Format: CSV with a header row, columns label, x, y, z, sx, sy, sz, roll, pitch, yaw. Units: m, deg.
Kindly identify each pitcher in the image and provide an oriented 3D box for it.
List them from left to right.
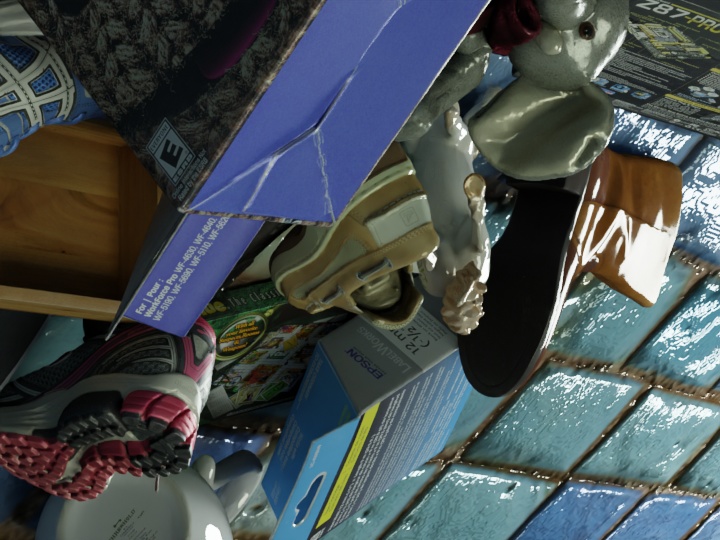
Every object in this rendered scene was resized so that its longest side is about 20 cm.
label,x,y,z,sx,sy,sz,roll,pitch,yaw
pitcher,-0.123,0.166,1.337,0.172,0.121,0.200,-54,168,-16

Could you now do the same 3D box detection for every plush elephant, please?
label,x,y,z,sx,sy,sz,roll,pitch,yaw
plush elephant,0.070,-0.137,1.074,0.154,0.166,0.200,2,167,7

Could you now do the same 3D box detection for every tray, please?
label,x,y,z,sx,sy,sz,roll,pitch,yaw
tray,-0.171,-0.033,1.016,0.037,0.099,0.199,-6,171,36

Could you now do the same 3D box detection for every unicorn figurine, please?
label,x,y,z,sx,sy,sz,roll,pitch,yaw
unicorn figurine,0.053,-0.056,1.216,0.138,0.073,0.201,65,33,-63

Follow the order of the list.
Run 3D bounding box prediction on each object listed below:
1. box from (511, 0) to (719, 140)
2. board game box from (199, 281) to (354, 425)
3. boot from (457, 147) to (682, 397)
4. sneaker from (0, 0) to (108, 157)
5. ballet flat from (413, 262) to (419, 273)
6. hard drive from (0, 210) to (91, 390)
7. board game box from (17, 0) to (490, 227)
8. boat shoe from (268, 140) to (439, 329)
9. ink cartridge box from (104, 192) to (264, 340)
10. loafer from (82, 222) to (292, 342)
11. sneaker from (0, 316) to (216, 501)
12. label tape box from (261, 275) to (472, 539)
label,x,y,z,sx,sy,sz,roll,pitch,yaw
box,0.209,-0.126,1.213,0.199,0.049,0.161,15,165,-19
board game box,-0.089,0.054,1.304,0.199,0.023,0.105,-12,143,-42
boot,0.143,0.000,1.410,0.200,0.068,0.190,18,79,-59
sneaker,-0.164,-0.084,0.947,0.199,0.078,0.075,7,171,-43
ballet flat,-0.003,-0.040,1.246,0.069,0.070,0.200,-43,147,6
hard drive,-0.228,0.034,1.092,0.135,0.042,0.200,8,126,-54
board game box,-0.054,-0.144,0.886,0.097,0.200,0.160,4,128,-50
boat shoe,0.000,0.000,1.134,0.071,0.076,0.200,-33,173,-13
ink cartridge box,-0.066,-0.039,0.997,0.100,0.039,0.200,-54,-170,24
loafer,-0.086,-0.029,1.157,0.200,0.071,0.073,-38,176,24
sneaker,-0.144,0.074,1.146,0.199,0.075,0.081,-13,138,46
label tape box,-0.005,0.096,1.377,0.200,0.066,0.144,-29,152,-42
